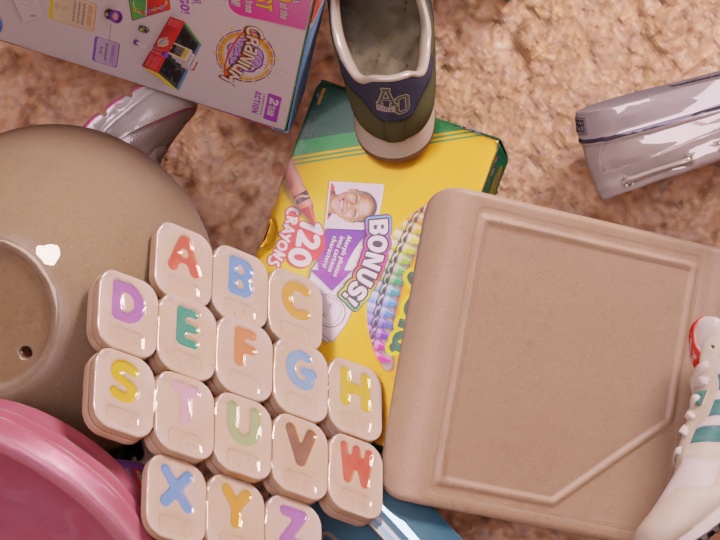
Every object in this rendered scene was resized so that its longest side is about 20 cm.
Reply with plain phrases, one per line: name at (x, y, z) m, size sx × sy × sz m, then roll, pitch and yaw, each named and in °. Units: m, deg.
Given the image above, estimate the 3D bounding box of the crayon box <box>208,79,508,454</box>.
crayon box at (0.000, 0.000, 1.642) m, size 0.119 × 0.058 × 0.200 m, roll 19°, pitch 84°, yaw 11°

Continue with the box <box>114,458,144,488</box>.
box at (-0.152, 0.229, 1.593) m, size 0.137 × 0.039 × 0.200 m, roll -36°, pitch 63°, yaw 25°

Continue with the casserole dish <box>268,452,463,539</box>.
casserole dish at (0.011, 0.191, 1.594) m, size 0.200 × 0.039 × 0.121 m, roll 47°, pitch 123°, yaw 12°

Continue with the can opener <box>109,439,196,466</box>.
can opener at (-0.128, 0.151, 1.649) m, size 0.066 × 0.053 × 0.200 m, roll -8°, pitch 76°, yaw 42°

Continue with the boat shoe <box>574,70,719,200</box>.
boat shoe at (0.230, -0.087, 1.619) m, size 0.200 × 0.072 × 0.066 m, roll -13°, pitch 98°, yaw -2°

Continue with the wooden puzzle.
wooden puzzle at (0.119, 0.060, 1.605) m, size 0.200 × 0.037 × 0.185 m, roll 12°, pitch 82°, yaw -13°

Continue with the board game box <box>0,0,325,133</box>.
board game box at (-0.120, -0.168, 1.582) m, size 0.200 × 0.153 × 0.040 m, roll 18°, pitch 54°, yaw 1°

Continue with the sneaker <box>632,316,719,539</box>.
sneaker at (0.210, 0.082, 1.581) m, size 0.093 × 0.070 × 0.200 m, roll 44°, pitch 76°, yaw 7°

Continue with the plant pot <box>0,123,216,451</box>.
plant pot at (-0.195, 0.019, 1.562) m, size 0.200 × 0.134 × 0.201 m, roll 1°, pitch 96°, yaw 12°

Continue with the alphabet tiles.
alphabet tiles at (-0.068, 0.073, 1.523) m, size 0.015 × 0.200 × 0.196 m, roll -33°, pitch 45°, yaw 42°

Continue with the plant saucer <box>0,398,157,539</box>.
plant saucer at (-0.189, 0.141, 1.521) m, size 0.200 × 0.201 × 0.051 m, roll 23°, pitch 49°, yaw 11°

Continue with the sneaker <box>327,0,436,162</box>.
sneaker at (0.012, -0.172, 1.606) m, size 0.067 × 0.090 × 0.200 m, roll -7°, pitch 69°, yaw 0°

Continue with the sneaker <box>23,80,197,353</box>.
sneaker at (-0.149, -0.024, 1.663) m, size 0.088 × 0.081 × 0.200 m, roll 33°, pitch 95°, yaw 10°
